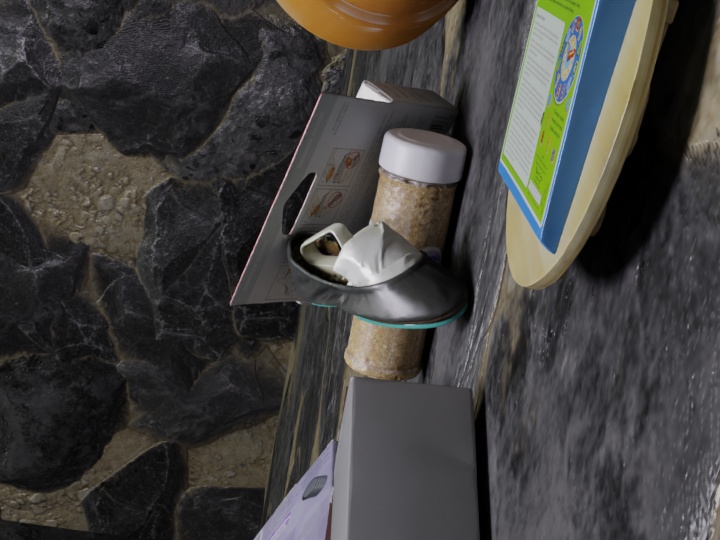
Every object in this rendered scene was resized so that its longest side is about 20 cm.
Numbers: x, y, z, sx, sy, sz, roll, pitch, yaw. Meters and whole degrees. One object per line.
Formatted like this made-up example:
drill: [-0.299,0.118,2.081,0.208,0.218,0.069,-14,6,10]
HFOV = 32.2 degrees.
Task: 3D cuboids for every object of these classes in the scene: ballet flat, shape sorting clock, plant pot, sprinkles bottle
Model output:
ballet flat: [0.000,0.000,0.941,0.200,0.068,0.069,6,127,55]
shape sorting clock: [0.104,-0.089,0.574,0.200,0.039,0.201,-170,90,-86]
plant pot: [0.031,-0.306,1.025,0.183,0.199,0.201,157,123,-64]
sprinkles bottle: [0.035,-0.012,1.020,0.068,0.068,0.201,-96,16,-70]

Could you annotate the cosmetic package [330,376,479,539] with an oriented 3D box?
cosmetic package: [0.024,0.172,0.752,0.200,0.090,0.107,-92,9,-48]

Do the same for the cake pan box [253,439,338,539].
cake pan box: [-0.064,0.301,1.276,0.200,0.052,0.184,-53,15,21]

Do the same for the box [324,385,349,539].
box: [0.013,0.186,0.912,0.100,0.075,0.201,140,137,-81]

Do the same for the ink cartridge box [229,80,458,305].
ink cartridge box: [-0.022,-0.063,1.049,0.044,0.173,0.201,41,116,35]

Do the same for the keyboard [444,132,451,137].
keyboard: [0.044,-0.035,1.117,0.056,0.011,0.200,-36,-27,-38]
